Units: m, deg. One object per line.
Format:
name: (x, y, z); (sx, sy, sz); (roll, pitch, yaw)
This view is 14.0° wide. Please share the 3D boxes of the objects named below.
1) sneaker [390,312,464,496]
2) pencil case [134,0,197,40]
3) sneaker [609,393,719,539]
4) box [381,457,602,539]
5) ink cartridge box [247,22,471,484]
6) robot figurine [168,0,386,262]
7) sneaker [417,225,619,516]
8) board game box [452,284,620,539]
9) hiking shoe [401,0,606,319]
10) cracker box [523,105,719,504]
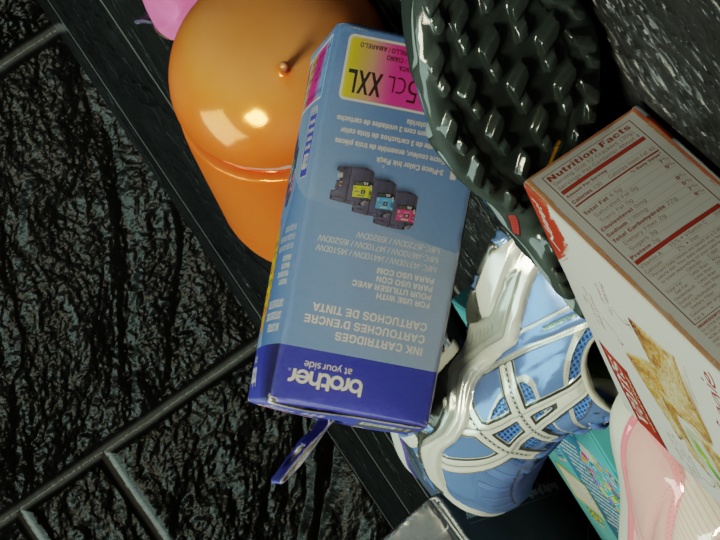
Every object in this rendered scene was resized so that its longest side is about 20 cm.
sneaker: (0.070, 0.099, 1.839); (0.146, 0.081, 0.200); (39, 161, 40)
pencil case: (-0.118, -0.218, 1.568); (0.094, 0.091, 0.200); (-89, -23, -51)
sneaker: (0.164, 0.133, 1.281); (0.105, 0.075, 0.200); (57, 172, 40)
box: (0.104, 0.213, 1.554); (0.197, 0.124, 0.200); (56, -152, 14)
ink cartridge box: (0.000, 0.000, 1.315); (0.136, 0.076, 0.200); (150, 129, -83)
robot figurine: (-0.029, -0.076, 1.476); (0.116, 0.144, 0.200); (12, 154, 21)
sneaker: (0.081, 0.051, 1.289); (0.077, 0.076, 0.200); (36, 144, 18)
board game box: (0.134, 0.095, 1.442); (0.200, 0.047, 0.151); (57, 173, -17)
hiking shoe: (0.053, -0.063, 1.122); (0.087, 0.074, 0.200); (48, 170, 45)
cracker box: (0.147, 0.045, 1.057); (0.200, 0.058, 0.134); (49, 170, 48)
